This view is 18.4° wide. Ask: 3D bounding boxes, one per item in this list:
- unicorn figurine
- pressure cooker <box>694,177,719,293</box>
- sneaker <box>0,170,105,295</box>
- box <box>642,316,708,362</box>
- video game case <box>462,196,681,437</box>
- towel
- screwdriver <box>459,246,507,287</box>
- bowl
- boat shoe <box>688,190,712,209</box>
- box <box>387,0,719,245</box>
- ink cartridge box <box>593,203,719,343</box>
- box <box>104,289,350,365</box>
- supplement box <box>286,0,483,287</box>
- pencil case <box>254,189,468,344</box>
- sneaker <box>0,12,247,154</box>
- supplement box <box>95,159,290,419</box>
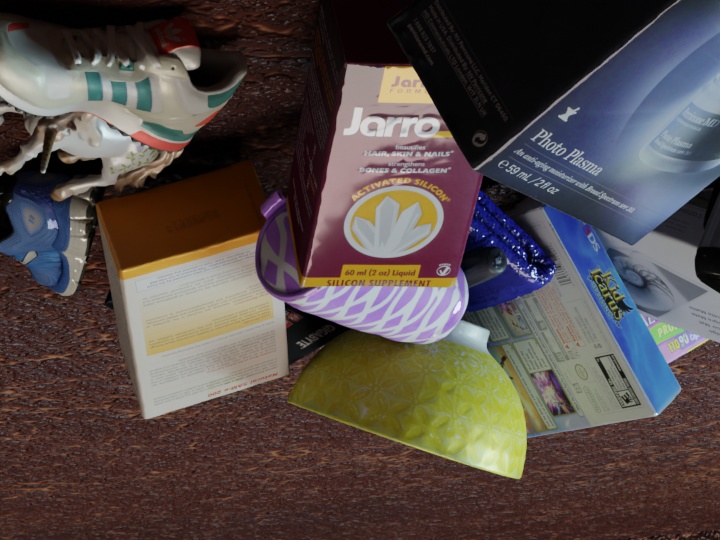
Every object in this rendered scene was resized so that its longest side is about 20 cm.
[{"bbox_3d":[-0.203,-0.094,1.556,0.137,0.074,0.200,-18,175,39],"label":"unicorn figurine"},{"bbox_3d":[0.352,-0.055,1.600,0.178,0.201,0.176,23,177,-3],"label":"pressure cooker"},{"bbox_3d":[-0.250,-0.039,1.732,0.089,0.079,0.200,16,161,-5],"label":"sneaker"},{"bbox_3d":[0.185,0.071,2.018,0.176,0.097,0.200,-25,179,-39],"label":"box"},{"bbox_3d":[0.147,0.039,1.843,0.181,0.200,0.045,-16,-162,50],"label":"video game case"},{"bbox_3d":[0.049,-0.019,1.806,0.148,0.050,0.200,38,148,-23],"label":"towel"},{"bbox_3d":[0.051,0.014,1.779,0.028,0.029,0.200,37,147,-20],"label":"screwdriver"},{"bbox_3d":[0.051,0.087,1.792,0.200,0.108,0.200,19,178,1],"label":"bowl"},{"bbox_3d":[0.317,-0.038,1.832,0.068,0.075,0.200,-23,-166,-37],"label":"boat shoe"},{"bbox_3d":[0.161,-0.136,1.278,0.198,0.123,0.200,-41,149,20],"label":"box"},{"bbox_3d":[0.278,0.017,1.812,0.199,0.041,0.200,20,155,32],"label":"ink cartridge box"},{"bbox_3d":[-0.108,0.021,1.882,0.159,0.046,0.200,30,151,-18],"label":"box"},{"bbox_3d":[0.021,-0.086,1.449,0.110,0.086,0.200,0,135,-12],"label":"supplement box"},{"bbox_3d":[0.000,0.000,1.657,0.084,0.086,0.200,-44,147,15],"label":"pencil case"},{"bbox_3d":[-0.157,-0.140,1.428,0.093,0.071,0.199,-36,147,29],"label":"sneaker"},{"bbox_3d":[-0.127,0.017,1.714,0.126,0.074,0.200,-16,144,-12],"label":"supplement box"}]
